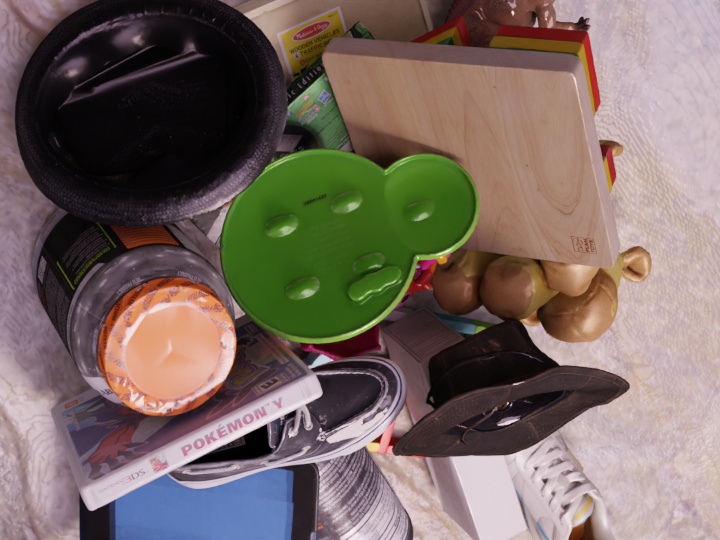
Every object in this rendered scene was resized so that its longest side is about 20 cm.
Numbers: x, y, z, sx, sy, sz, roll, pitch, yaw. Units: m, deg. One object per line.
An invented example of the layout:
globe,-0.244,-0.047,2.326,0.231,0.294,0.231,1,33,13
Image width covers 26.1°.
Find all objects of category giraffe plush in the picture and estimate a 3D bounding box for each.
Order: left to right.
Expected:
giraffe plush,0.166,-0.007,1.330,0.163,0.171,0.201,57,47,-39

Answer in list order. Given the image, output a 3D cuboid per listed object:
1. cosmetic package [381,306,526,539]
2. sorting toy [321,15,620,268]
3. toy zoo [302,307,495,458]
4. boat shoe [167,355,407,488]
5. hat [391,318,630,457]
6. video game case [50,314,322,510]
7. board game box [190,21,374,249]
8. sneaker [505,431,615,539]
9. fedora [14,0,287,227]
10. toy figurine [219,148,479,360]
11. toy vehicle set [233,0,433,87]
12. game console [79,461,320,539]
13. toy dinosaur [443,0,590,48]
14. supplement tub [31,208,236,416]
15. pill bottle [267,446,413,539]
cosmetic package,0.083,0.137,1.343,0.050,0.083,0.202,-25,118,-13
sorting toy,0.094,-0.105,1.175,0.070,0.197,0.201,-63,148,-33
toy zoo,0.036,0.098,1.366,0.198,0.020,0.133,10,105,-26
boat shoe,-0.060,0.111,1.177,0.197,0.068,0.073,-16,76,-1
hat,0.109,0.086,1.237,0.198,0.082,0.201,-16,158,-6
video game case,-0.136,0.098,1.159,0.181,0.200,0.023,-26,108,-11
board game box,-0.046,-0.093,1.224,0.200,0.023,0.105,-42,133,2
sneaker,0.175,0.189,1.422,0.076,0.080,0.201,-43,122,-16
fedora,-0.150,-0.109,1.148,0.198,0.092,0.203,0,75,1
toy figurine,0.000,0.000,1.227,0.198,0.152,0.184,-21,161,-2
toy vehicle set,-0.034,-0.166,1.234,0.198,0.026,0.125,-25,117,-14
game console,-0.139,0.235,1.206,0.197,0.172,0.119,5,138,9
toy dinosaur,0.107,-0.214,1.249,0.134,0.086,0.202,21,105,-28
supplement tub,-0.166,0.023,1.146,0.121,0.200,0.124,-8,112,-20
pill bottle,-0.021,0.206,1.318,0.106,0.106,0.201,-35,124,-8
